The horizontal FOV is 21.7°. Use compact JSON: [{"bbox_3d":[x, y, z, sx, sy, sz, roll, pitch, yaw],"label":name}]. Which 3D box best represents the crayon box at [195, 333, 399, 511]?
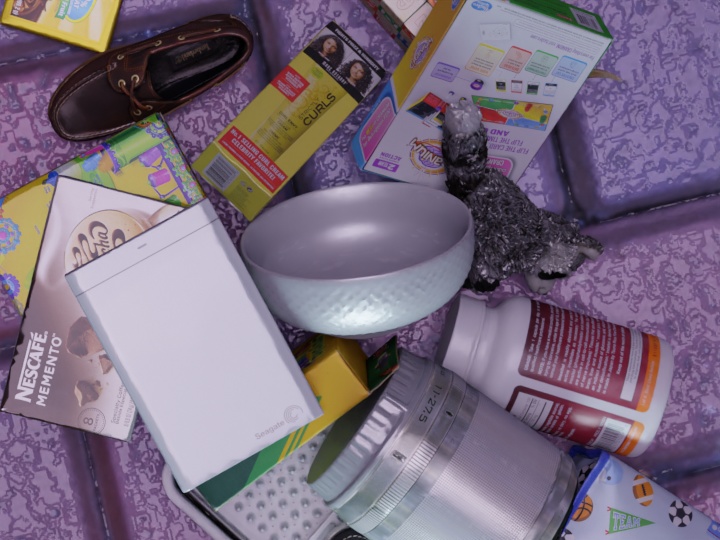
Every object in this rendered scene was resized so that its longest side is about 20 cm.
[{"bbox_3d":[-0.058,0.112,1.614,0.200,0.127,0.051,-37,99,5],"label":"crayon box"}]

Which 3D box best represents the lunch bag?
[{"bbox_3d":[0.218,0.284,1.692,0.170,0.124,0.201,31,82,-6],"label":"lunch bag"}]

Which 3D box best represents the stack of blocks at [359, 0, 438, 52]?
[{"bbox_3d":[0.007,-0.285,1.677,0.059,0.115,0.200,-43,92,-2],"label":"stack of blocks"}]

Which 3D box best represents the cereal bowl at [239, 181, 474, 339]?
[{"bbox_3d":[0.000,0.000,1.602,0.199,0.200,0.084,-8,116,-3],"label":"cereal bowl"}]

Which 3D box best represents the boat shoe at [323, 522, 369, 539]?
[{"bbox_3d":[0.025,0.317,1.683,0.074,0.060,0.201,-24,110,-9],"label":"boat shoe"}]

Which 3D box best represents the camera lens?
[{"bbox_3d":[0.074,0.182,1.622,0.200,0.160,0.160,35,88,-6],"label":"camera lens"}]

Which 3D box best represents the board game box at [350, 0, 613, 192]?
[{"bbox_3d":[0.104,-0.155,1.645,0.152,0.040,0.200,15,124,-28],"label":"board game box"}]

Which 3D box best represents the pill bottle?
[{"bbox_3d":[0.171,0.089,1.691,0.199,0.113,0.114,17,89,-4],"label":"pill bottle"}]

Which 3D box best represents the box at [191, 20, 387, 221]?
[{"bbox_3d":[-0.061,-0.134,1.654,0.075,0.050,0.200,44,52,-3],"label":"box"}]

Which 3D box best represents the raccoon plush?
[{"bbox_3d":[0.147,-0.062,1.657,0.133,0.097,0.201,-14,134,-16],"label":"raccoon plush"}]

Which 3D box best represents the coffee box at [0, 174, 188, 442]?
[{"bbox_3d":[-0.220,0.031,1.562,0.112,0.080,0.201,15,90,-6],"label":"coffee box"}]

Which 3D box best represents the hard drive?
[{"bbox_3d":[-0.134,0.060,1.521,0.132,0.027,0.201,-29,97,-6],"label":"hard drive"}]

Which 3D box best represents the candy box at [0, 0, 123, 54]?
[{"bbox_3d":[-0.251,-0.305,1.706,0.102,0.026,0.201,16,90,-7],"label":"candy box"}]

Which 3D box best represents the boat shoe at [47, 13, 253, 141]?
[{"bbox_3d":[-0.189,-0.173,1.684,0.199,0.070,0.071,-29,113,-1],"label":"boat shoe"}]

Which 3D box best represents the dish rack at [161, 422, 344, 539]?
[{"bbox_3d":[-0.062,0.191,1.713,0.200,0.044,0.172,42,89,-3],"label":"dish rack"}]

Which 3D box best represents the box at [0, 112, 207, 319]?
[{"bbox_3d":[-0.211,-0.004,1.663,0.192,0.122,0.201,-28,93,-3],"label":"box"}]

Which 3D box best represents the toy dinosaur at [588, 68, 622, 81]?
[{"bbox_3d":[0.130,-0.167,1.725,0.199,0.058,0.101,-28,107,5],"label":"toy dinosaur"}]
